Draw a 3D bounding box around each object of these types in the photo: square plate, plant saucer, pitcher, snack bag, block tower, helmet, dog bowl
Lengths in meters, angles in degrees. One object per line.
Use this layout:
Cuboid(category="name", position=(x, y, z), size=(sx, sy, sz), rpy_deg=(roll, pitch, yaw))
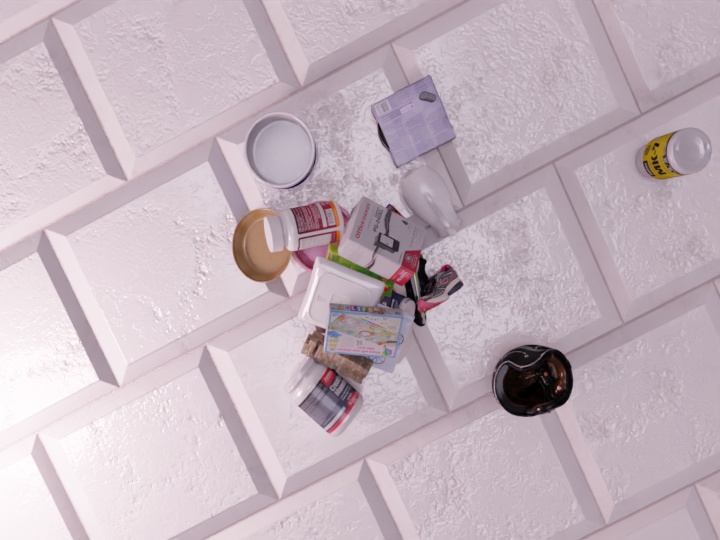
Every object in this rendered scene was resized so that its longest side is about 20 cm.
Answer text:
Cuboid(category="square plate", position=(-0.055, 0.086, 1.533), size=(0.193, 0.029, 0.204), rpy_deg=(21, 117, -1))
Cuboid(category="plant saucer", position=(-0.104, -0.091, 1.630), size=(0.194, 0.051, 0.207), rpy_deg=(0, 92, 1))
Cuboid(category="pitcher", position=(0.196, -0.180, 1.562), size=(0.120, 0.172, 0.202), rpy_deg=(-36, 93, 8))
Cuboid(category="snack bag", position=(0.033, 0.171, 1.584), size=(0.184, 0.022, 0.204), rpy_deg=(20, 116, 1))
Cuboid(category="block tower", position=(-0.063, 0.238, 1.589), size=(0.196, 0.058, 0.055), rpy_deg=(27, 117, -4))
Cuboid(category="helmet", position=(0.457, 0.298, 1.576), size=(0.196, 0.189, 0.206), rpy_deg=(11, 70, -32))
Cuboid(category="plant saucer", position=(-0.268, -0.069, 1.616), size=(0.194, 0.035, 0.207), rpy_deg=(0, 91, 22))
Cuboid(category="dog bowl", position=(-0.220, -0.329, 1.604), size=(0.194, 0.079, 0.207), rpy_deg=(0, 93, 0))

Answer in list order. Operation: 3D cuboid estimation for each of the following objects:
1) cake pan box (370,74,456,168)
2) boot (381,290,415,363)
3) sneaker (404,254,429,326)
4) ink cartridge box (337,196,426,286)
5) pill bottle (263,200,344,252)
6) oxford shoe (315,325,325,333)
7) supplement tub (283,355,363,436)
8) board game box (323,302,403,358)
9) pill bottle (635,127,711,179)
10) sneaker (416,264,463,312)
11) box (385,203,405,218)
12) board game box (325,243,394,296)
Cuboid(category="cake pan box", position=(0.143, -0.410, 1.611), size=(0.196, 0.052, 0.188), rpy_deg=(-26, 91, 2))
Cuboid(category="boot", position=(0.097, 0.157, 1.639), size=(0.089, 0.072, 0.206), rpy_deg=(29, 118, 40))
Cuboid(category="sneaker", position=(0.173, 0.055, 1.624), size=(0.081, 0.071, 0.206), rpy_deg=(-16, 104, -21))
Cuboid(category="ink cartridge box", position=(0.056, -0.076, 1.496), size=(0.196, 0.083, 0.148), rpy_deg=(26, 58, -12))
Cuboid(category="pill bottle", position=(-0.149, -0.113, 1.522), size=(0.195, 0.109, 0.113), rpy_deg=(-12, 93, -18))
Cuboid(category="oxford shoe", position=(-0.033, 0.159, 1.642), size=(0.194, 0.071, 0.075), rpy_deg=(10, 112, 4))
Cuboid(category="supplement tub", position=(-0.102, 0.345, 1.607), size=(0.199, 0.140, 0.141), rpy_deg=(41, 93, -2))
Cuboid(category="board game box", position=(0.006, 0.159, 1.524), size=(0.194, 0.035, 0.138), rpy_deg=(6, 119, -8))
Cuboid(category="pill bottle", position=(0.821, -0.303, 1.535), size=(0.111, 0.200, 0.118), rpy_deg=(0, 93, 0))
Cuboid(category="sneaker", position=(0.206, 0.051, 1.582), size=(0.080, 0.199, 0.076), rpy_deg=(-31, 92, 40))
Cuboid(category="box", position=(0.066, -0.063, 1.610), size=(0.136, 0.039, 0.201), rpy_deg=(39, 92, -27))
Cuboid(category="board game box", position=(0.000, 0.000, 1.558), size=(0.194, 0.048, 0.104), rpy_deg=(10, 117, -15))
